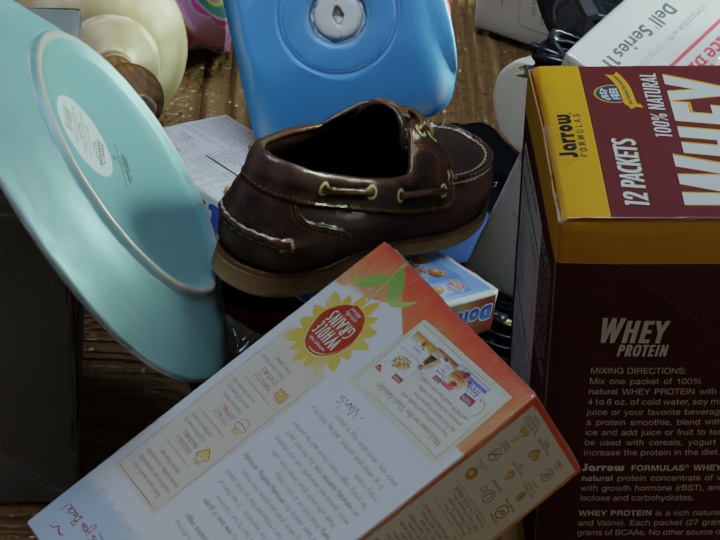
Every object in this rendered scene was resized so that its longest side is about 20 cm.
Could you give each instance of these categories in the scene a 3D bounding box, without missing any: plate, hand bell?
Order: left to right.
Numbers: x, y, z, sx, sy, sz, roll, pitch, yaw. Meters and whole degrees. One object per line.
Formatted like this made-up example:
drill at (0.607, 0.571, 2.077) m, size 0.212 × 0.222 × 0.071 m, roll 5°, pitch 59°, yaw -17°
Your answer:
plate at (-0.110, -0.042, 1.287) m, size 0.026 × 0.200 × 0.201 m, roll -30°, pitch 28°, yaw 15°
hand bell at (-0.126, -0.101, 1.506) m, size 0.104 × 0.105 × 0.200 m, roll -5°, pitch 13°, yaw -11°

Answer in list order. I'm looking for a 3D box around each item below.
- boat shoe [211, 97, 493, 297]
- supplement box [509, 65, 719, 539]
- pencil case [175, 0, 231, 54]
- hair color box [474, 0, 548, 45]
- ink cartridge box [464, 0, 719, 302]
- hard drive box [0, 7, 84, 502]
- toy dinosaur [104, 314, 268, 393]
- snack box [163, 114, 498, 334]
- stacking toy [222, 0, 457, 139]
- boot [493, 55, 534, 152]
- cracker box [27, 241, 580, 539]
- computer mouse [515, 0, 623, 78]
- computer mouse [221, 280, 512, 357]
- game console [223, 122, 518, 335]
boat shoe at (0.007, -0.044, 1.347) m, size 0.070 × 0.071 × 0.200 m, roll 24°, pitch 25°, yaw 23°
supplement box at (0.170, 0.028, 1.280) m, size 0.196 × 0.201 × 0.133 m, roll 0°, pitch 32°, yaw -3°
pencil case at (-0.166, -0.162, 1.676) m, size 0.199 × 0.088 × 0.088 m, roll -2°, pitch 32°, yaw -5°
hair color box at (0.166, -0.166, 1.684) m, size 0.199 × 0.100 × 0.060 m, roll 23°, pitch 35°, yaw 29°
ink cartridge box at (0.132, -0.071, 1.394) m, size 0.067 × 0.200 × 0.117 m, roll 37°, pitch 46°, yaw 12°
hard drive box at (-0.170, -0.011, 1.370) m, size 0.076 × 0.157 × 0.200 m, roll -1°, pitch 33°, yaw -4°
toy dinosaur at (-0.018, 0.066, 1.351) m, size 0.102 × 0.077 × 0.200 m, roll -34°, pitch 50°, yaw -26°
snack box at (-0.028, -0.020, 1.391) m, size 0.072 × 0.024 × 0.200 m, roll -14°, pitch 36°, yaw -43°
stacking toy at (-0.005, -0.107, 1.513) m, size 0.109 × 0.117 × 0.200 m, roll -13°, pitch -11°, yaw 0°
boot at (0.166, -0.065, 1.551) m, size 0.090 × 0.073 × 0.200 m, roll -11°, pitch 37°, yaw -36°
cracker box at (-0.026, 0.095, 1.220) m, size 0.200 × 0.058 × 0.134 m, roll -37°, pitch 42°, yaw -5°
computer mouse at (0.137, -0.130, 1.566) m, size 0.138 × 0.053 × 0.200 m, roll 8°, pitch 32°, yaw -13°
computer mouse at (0.000, 0.000, 1.417) m, size 0.199 × 0.034 × 0.059 m, roll 14°, pitch 32°, yaw 21°
game console at (0.004, -0.025, 1.518) m, size 0.199 × 0.031 × 0.177 m, roll -8°, pitch 34°, yaw -16°
